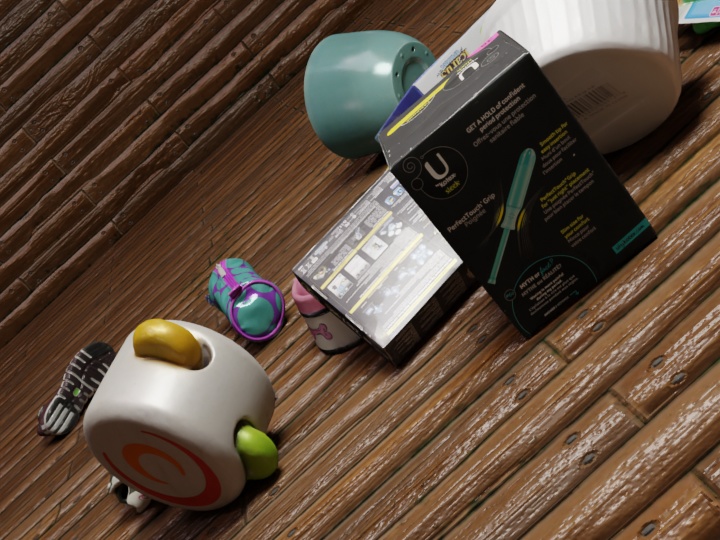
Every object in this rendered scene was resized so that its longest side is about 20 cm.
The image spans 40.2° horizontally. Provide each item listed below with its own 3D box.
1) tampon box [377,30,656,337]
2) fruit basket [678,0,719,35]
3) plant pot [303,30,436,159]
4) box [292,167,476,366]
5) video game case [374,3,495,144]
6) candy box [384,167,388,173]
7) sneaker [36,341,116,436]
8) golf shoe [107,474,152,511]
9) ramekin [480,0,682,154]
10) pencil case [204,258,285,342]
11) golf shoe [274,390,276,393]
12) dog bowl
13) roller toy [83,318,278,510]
[{"bbox_3d":[0.134,-0.079,0.873,0.149,0.201,0.127,-38,19,10],"label":"tampon box"},{"bbox_3d":[0.363,-0.343,1.108,0.198,0.094,0.186,19,61,47],"label":"fruit basket"},{"bbox_3d":[0.035,-0.287,1.566,0.159,0.202,0.202,-1,43,44],"label":"plant pot"},{"bbox_3d":[0.047,-0.022,1.047,0.200,0.049,0.161,-47,51,-10],"label":"box"},{"bbox_3d":[0.113,-0.241,1.243,0.181,0.045,0.200,-45,1,-16],"label":"video game case"},{"bbox_3d":[0.104,-0.196,1.352,0.101,0.027,0.201,-22,27,42],"label":"candy box"},{"bbox_3d":[-0.533,0.220,1.798,0.115,0.076,0.201,-28,24,45],"label":"sneaker"},{"bbox_3d":[-0.289,0.242,1.223,0.199,0.077,0.089,-11,44,59],"label":"golf shoe"},{"bbox_3d":[0.219,-0.199,0.968,0.199,0.199,0.099,-27,53,39],"label":"ramekin"},{"bbox_3d":[-0.167,0.039,1.407,0.085,0.093,0.200,-44,19,-7],"label":"pencil case"},{"bbox_3d":[-0.176,0.145,1.224,0.089,0.077,0.200,-52,19,-7],"label":"golf shoe"},{"bbox_3d":[0.000,0.000,1.178,0.199,0.074,0.201,-38,18,15],"label":"dog bowl"},{"bbox_3d":[-0.189,0.148,1.041,0.181,0.199,0.141,-29,29,44],"label":"roller toy"}]
